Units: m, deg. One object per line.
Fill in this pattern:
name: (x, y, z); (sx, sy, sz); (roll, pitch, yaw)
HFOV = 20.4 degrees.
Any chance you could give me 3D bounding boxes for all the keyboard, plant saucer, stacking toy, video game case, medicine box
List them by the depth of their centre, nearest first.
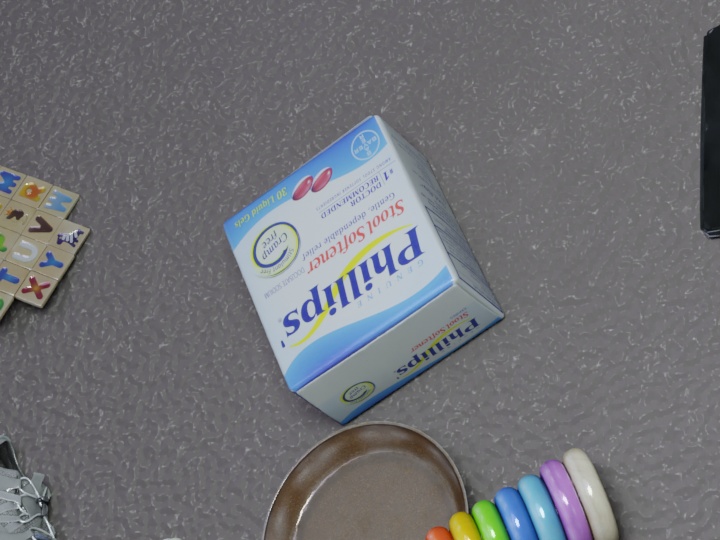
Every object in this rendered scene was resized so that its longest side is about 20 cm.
stacking toy: (0.103, 0.217, 1.615); (0.198, 0.086, 0.086); (-21, 58, -1)
keyboard: (0.347, -0.128, 1.696); (0.126, 0.021, 0.202); (-10, 65, 34)
plant saucer: (0.007, 0.228, 1.707); (0.198, 0.032, 0.202); (-12, 63, 25)
video game case: (-0.021, 0.294, 1.728); (0.181, 0.024, 0.201); (21, 80, 35)
medicine box: (0.000, 0.000, 1.795); (0.181, 0.103, 0.201); (-34, 55, 14)

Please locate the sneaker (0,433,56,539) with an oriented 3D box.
sneaker: (-0.326, 0.230, 1.905); (0.082, 0.075, 0.200); (-50, 53, 4)

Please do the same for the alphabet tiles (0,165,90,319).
alphabet tiles: (-0.383, -0.034, 2.049); (0.198, 0.006, 0.167); (20, 63, 20)

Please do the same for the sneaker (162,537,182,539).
sneaker: (-0.113, 0.305, 1.727); (0.081, 0.075, 0.200); (-34, 56, -3)
